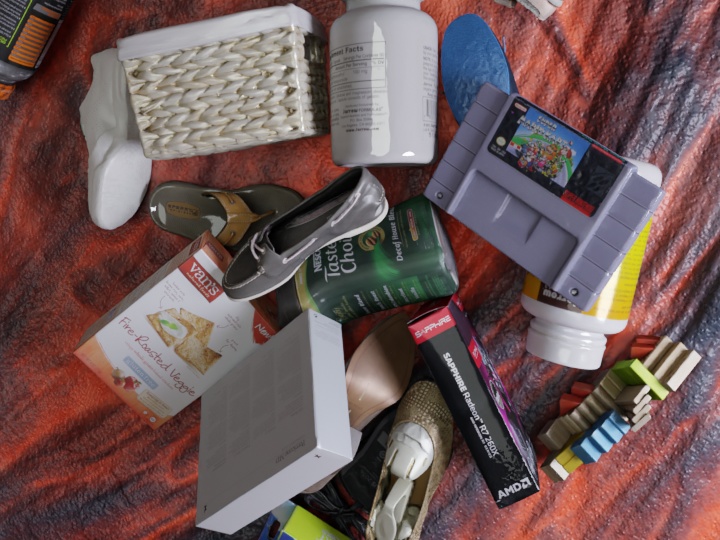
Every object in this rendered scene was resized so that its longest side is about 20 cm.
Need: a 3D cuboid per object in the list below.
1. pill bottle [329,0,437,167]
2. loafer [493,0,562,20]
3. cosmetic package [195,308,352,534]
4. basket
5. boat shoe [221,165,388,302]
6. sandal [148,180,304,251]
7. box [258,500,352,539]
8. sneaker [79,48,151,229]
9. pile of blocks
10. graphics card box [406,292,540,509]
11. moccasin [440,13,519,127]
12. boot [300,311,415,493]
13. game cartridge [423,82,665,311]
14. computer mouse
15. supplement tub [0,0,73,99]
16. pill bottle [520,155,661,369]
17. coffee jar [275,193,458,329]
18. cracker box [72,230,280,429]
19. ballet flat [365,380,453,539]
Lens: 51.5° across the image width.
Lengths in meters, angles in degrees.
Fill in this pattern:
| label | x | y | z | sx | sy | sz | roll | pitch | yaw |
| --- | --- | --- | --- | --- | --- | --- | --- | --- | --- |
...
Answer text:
| label | x | y | z | sx | sy | sz | roll | pitch | yaw |
| --- | --- | --- | --- | --- | --- | --- | --- | --- | --- |
| pill bottle | 0.024 | -0.211 | 0.761 | 0.111 | 0.114 | 0.206 | 1 | 95 | 12 |
| loafer | 0.119 | -0.319 | 0.761 | 0.201 | 0.072 | 0.063 | 48 | 120 | 10 |
| cosmetic package | -0.094 | 0.157 | 0.762 | 0.051 | 0.153 | 0.199 | 28 | 130 | -33 |
| basket | -0.135 | -0.192 | 0.790 | 0.194 | 0.136 | 0.127 | -6 | 99 | 12 |
| boat shoe | -0.066 | -0.042 | 0.761 | 0.197 | 0.057 | 0.068 | -30 | 48 | 4 |
| sandal | -0.157 | -0.065 | 0.845 | 0.195 | 0.055 | 0.084 | 11 | 98 | 11 |
| box | -0.035 | 0.356 | 0.849 | 0.197 | 0.048 | 0.124 | 30 | 122 | 7 |
| sneaker | -0.294 | -0.153 | 0.867 | 0.086 | 0.075 | 0.206 | 10 | 92 | 23 |
| pile of blocks | 0.249 | 0.135 | 0.764 | 0.062 | 0.082 | 0.200 | 43 | 103 | 4 |
| graphics card box | 0.119 | 0.125 | 0.770 | 0.050 | 0.125 | 0.204 | -26 | 89 | 12 |
| moccasin | 0.132 | -0.158 | 0.770 | 0.079 | 0.068 | 0.205 | -15 | 92 | 21 |
| boot | -0.024 | 0.144 | 0.808 | 0.070 | 0.146 | 0.202 | 39 | 60 | -12 |
| game cartridge | 0.164 | -0.074 | 0.694 | 0.199 | 0.038 | 0.132 | 38 | 114 | 25 |
| computer mouse | 0.028 | 0.219 | 0.840 | 0.139 | 0.053 | 0.200 | 48 | 113 | 6 |
| supplement tub | -0.397 | -0.306 | 0.838 | 0.122 | 0.122 | 0.202 | 36 | 101 | 6 |
| pill bottle | 0.223 | -0.012 | 0.741 | 0.106 | 0.109 | 0.206 | 12 | 98 | 10 |
| coffee jar | 0.000 | 0.000 | 0.794 | 0.196 | 0.086 | 0.106 | -20 | 56 | 13 |
| cracker box | -0.204 | 0.071 | 0.845 | 0.198 | 0.058 | 0.134 | -37 | 111 | 12 |
| ballet flat | 0.048 | 0.215 | 0.767 | 0.069 | 0.065 | 0.205 | 15 | 105 | 23 |
